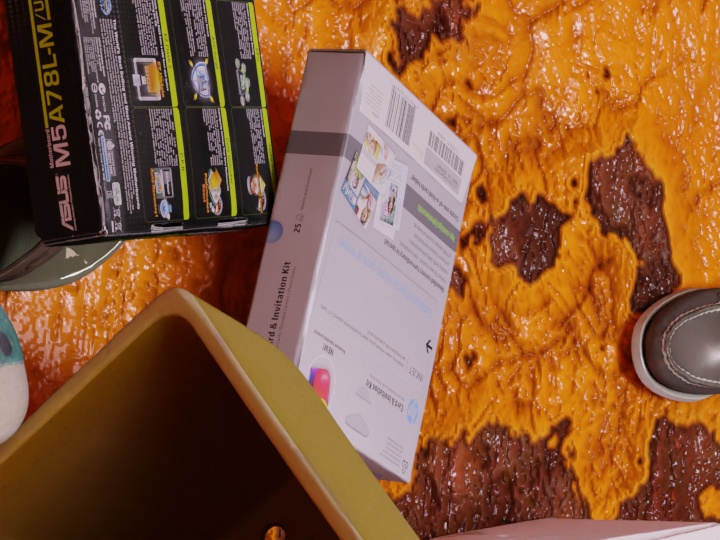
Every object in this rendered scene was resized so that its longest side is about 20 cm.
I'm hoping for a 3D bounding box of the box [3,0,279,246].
[{"bbox_3d":[-0.112,-0.116,1.465,0.193,0.047,0.201,-9,91,-66],"label":"box"}]

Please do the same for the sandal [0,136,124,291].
[{"bbox_3d":[-0.178,-0.025,1.427,0.200,0.057,0.080,-14,97,-48],"label":"sandal"}]

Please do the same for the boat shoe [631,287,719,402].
[{"bbox_3d":[0.255,0.045,1.833,0.201,0.060,0.073,-3,88,-44],"label":"boat shoe"}]

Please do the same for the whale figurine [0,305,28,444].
[{"bbox_3d":[-0.241,0.046,1.302,0.200,0.158,0.104,-6,82,-59],"label":"whale figurine"}]

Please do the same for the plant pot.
[{"bbox_3d":[-0.061,0.155,1.405,0.196,0.194,0.200,53,14,23],"label":"plant pot"}]

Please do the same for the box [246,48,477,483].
[{"bbox_3d":[0.000,0.000,1.578,0.156,0.041,0.201,37,60,-57],"label":"box"}]

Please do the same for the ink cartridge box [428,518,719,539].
[{"bbox_3d":[0.118,0.248,1.626,0.144,0.147,0.201,-6,91,-44],"label":"ink cartridge box"}]
